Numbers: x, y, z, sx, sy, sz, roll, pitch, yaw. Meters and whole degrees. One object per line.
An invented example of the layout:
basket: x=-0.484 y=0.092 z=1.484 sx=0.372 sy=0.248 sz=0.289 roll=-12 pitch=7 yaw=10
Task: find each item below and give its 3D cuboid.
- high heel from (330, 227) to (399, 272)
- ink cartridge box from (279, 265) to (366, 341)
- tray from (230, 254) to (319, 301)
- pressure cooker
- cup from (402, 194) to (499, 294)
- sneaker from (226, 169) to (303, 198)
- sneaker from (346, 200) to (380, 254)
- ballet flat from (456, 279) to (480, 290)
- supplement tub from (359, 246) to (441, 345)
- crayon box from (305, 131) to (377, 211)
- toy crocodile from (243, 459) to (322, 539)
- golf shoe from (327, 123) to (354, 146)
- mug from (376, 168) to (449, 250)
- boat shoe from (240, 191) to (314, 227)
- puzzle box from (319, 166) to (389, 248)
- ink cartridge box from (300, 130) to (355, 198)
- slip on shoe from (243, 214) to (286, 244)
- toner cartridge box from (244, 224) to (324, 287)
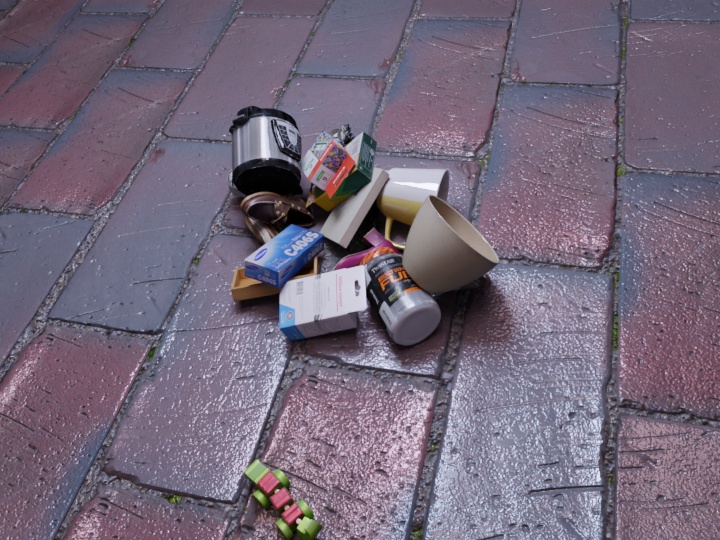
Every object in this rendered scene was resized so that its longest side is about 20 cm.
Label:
high heel: x=0.000 y=0.000 z=1.619 sx=0.096 sy=0.067 sz=0.200 roll=44 pitch=81 yaw=3
ink cartridge box: x=-0.073 y=0.071 z=1.528 sx=0.196 sy=0.068 sz=0.118 roll=-12 pitch=56 yaw=14
tray: x=-0.194 y=0.017 z=1.628 sx=0.196 sy=0.038 sz=0.099 roll=-9 pitch=28 yaw=2
pressure cooker: x=-0.234 y=-0.301 z=1.730 sx=0.175 sy=0.176 sz=0.204 roll=-1 pitch=66 yaw=-10
cup: x=0.169 y=-0.036 z=1.467 sx=0.144 sy=0.199 sz=0.201 roll=-48 pitch=48 yaw=19
sneaker: x=-0.247 y=-0.214 z=1.831 sx=0.196 sy=0.081 sz=0.076 roll=10 pitch=64 yaw=-7
sneaker: x=0.003 y=-0.121 z=1.718 sx=0.084 sy=0.078 sz=0.203 roll=-19 pitch=45 yaw=43
ballet flat: x=0.175 y=0.011 z=1.579 sx=0.198 sy=0.067 sz=0.064 roll=29 pitch=87 yaw=31
supplement tub: x=0.078 y=0.050 z=1.511 sx=0.121 sy=0.124 sz=0.201 roll=-24 pitch=50 yaw=-11
crayon box: x=-0.046 y=-0.231 z=1.716 sx=0.199 sy=0.051 sz=0.127 roll=-31 pitch=38 yaw=41
toy crocodile: x=-0.144 y=0.417 z=1.279 sx=0.067 sy=0.062 sz=0.199 roll=-36 pitch=52 yaw=-20
golf shoe: x=-0.073 y=-0.314 z=1.883 sx=0.093 sy=0.079 sz=0.201 roll=-10 pitch=32 yaw=17
mug: x=0.115 y=-0.161 z=1.661 sx=0.150 sy=0.151 sz=0.188 roll=13 pitch=55 yaw=15
boat shoe: x=-0.194 y=-0.142 z=1.706 sx=0.198 sy=0.071 sz=0.071 roll=-3 pitch=46 yaw=-43
puzzle box: x=-0.016 y=-0.156 z=1.673 sx=0.202 sy=0.025 sz=0.133 roll=-59 pitch=27 yaw=-1
ink cartridge box: x=-0.082 y=-0.256 z=1.689 sx=0.110 sy=0.050 sz=0.200 roll=-54 pitch=27 yaw=11
slip on shoe: x=-0.229 y=-0.090 z=1.733 sx=0.075 sy=0.061 sz=0.201 roll=-13 pitch=57 yaw=-48
toner cartridge box: x=-0.170 y=-0.036 z=1.608 sx=0.094 sy=0.044 sz=0.200 roll=16 pitch=34 yaw=21
